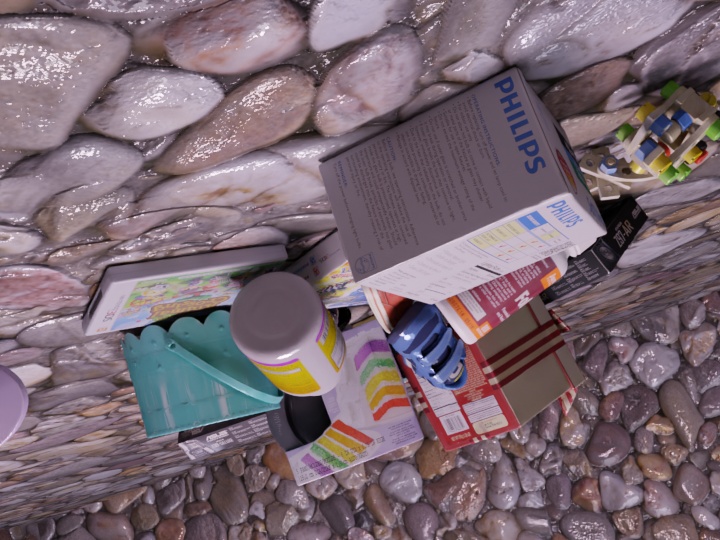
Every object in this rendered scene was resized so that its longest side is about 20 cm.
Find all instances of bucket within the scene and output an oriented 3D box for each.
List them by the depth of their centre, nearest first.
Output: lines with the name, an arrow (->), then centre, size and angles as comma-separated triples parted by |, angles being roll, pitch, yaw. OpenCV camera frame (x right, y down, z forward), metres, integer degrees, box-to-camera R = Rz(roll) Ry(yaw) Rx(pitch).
bucket -> -0.202, 0.134, 1.123 | 0.207, 0.135, 0.207 | -13, 173, -2

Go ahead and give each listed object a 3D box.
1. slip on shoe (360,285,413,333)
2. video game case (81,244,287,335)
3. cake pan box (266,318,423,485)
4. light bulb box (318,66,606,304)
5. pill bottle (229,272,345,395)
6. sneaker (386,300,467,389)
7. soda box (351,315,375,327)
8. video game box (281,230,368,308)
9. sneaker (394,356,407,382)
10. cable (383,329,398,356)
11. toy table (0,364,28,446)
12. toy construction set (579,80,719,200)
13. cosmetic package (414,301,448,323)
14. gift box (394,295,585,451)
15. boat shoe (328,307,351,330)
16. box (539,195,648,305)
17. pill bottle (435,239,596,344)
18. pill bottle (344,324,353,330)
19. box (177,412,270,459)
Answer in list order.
slip on shoe -> 0.041, 0.027, 1.027 | 0.061, 0.074, 0.200 | -23, 160, 3
video game case -> -0.205, 0.024, 0.987 | 0.200, 0.022, 0.182 | -9, 164, -30
cake pan box -> -0.033, 0.186, 1.218 | 0.200, 0.184, 0.052 | -19, 171, -2
light bulb box -> 0.102, -0.066, 0.808 | 0.200, 0.125, 0.198 | -24, 164, 20
pill bottle -> -0.076, 0.086, 1.015 | 0.104, 0.104, 0.200 | -18, 153, 3
sneaker -> 0.089, 0.094, 1.049 | 0.074, 0.082, 0.200 | -47, 156, -4
soda box -> 0.021, 0.122, 1.538 | 0.200, 0.064, 0.068 | -27, 163, 30
video game box -> 0.000, 0.000, 1.097 | 0.200, 0.047, 0.182 | -5, 158, -41
sneaker -> -0.004, 0.158, 1.318 | 0.200, 0.070, 0.093 | -2, 155, -21
cable -> 0.110, 0.099, 1.321 | 0.200, 0.163, 0.051 | -25, -174, -43
toy table -> -0.480, 0.165, 0.929 | 0.200, 0.184, 0.117 | -26, -177, -2
toy construction set -> 0.308, -0.125, 0.899 | 0.131, 0.092, 0.200 | -40, 177, -10
cosmetic package -> 0.129, 0.032, 1.221 | 0.101, 0.071, 0.200 | -33, 173, 41
gift box -> 0.191, 0.147, 1.226 | 0.187, 0.200, 0.184 | -26, 180, -41
boat shoe -> -0.063, 0.063, 1.215 | 0.065, 0.072, 0.200 | -26, 168, 11
box -> 0.309, -0.016, 1.264 | 0.160, 0.044, 0.200 | -43, -174, -41
pill bottle -> 0.175, -0.013, 1.038 | 0.200, 0.114, 0.114 | -38, 164, 4
pill bottle -> -0.098, 0.131, 1.348 | 0.200, 0.104, 0.104 | -7, 162, -38
box -> -0.200, 0.210, 1.420 | 0.200, 0.158, 0.050 | -20, 129, 10
